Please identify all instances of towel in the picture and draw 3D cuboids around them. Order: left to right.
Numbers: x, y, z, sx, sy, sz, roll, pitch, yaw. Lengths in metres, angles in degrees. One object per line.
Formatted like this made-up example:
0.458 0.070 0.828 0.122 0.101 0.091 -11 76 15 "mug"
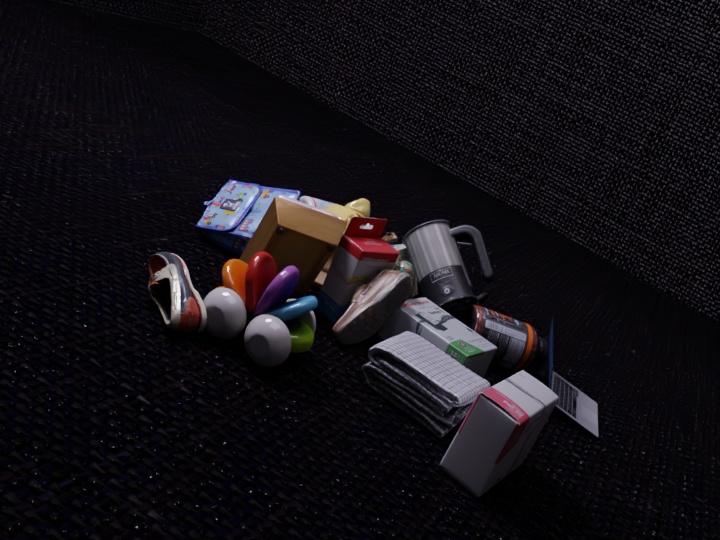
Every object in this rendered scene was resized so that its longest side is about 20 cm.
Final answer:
0.115 0.197 1.435 0.198 0.087 0.165 32 18 22 "towel"

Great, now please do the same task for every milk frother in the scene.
0.199 0.010 1.836 0.176 0.201 0.192 -13 69 -11 "milk frother"

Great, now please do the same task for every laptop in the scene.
0.452 0.219 1.721 0.198 0.117 0.187 36 20 6 "laptop"

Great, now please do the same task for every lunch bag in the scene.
-0.240 -0.110 1.717 0.195 0.095 0.152 17 53 13 "lunch bag"

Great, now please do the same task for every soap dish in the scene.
-0.135 -0.039 1.579 0.154 0.201 0.083 18 42 -22 "soap dish"

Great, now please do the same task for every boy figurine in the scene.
-0.055 -0.101 1.757 0.123 0.066 0.199 23 39 33 "boy figurine"

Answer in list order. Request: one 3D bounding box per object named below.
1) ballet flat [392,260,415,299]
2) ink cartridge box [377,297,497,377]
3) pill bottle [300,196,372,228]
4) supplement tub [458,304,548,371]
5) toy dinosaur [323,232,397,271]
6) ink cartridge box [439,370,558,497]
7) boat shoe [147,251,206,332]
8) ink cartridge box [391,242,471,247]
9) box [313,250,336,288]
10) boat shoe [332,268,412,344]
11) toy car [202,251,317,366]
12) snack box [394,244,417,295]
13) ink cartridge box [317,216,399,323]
0.079 0.061 1.705 0.067 0.202 0.076 28 61 20 "ballet flat"
0.153 0.142 1.624 0.198 0.085 0.145 34 20 28 "ink cartridge box"
-0.067 -0.105 1.963 0.196 0.111 0.109 14 21 -33 "pill bottle"
0.310 0.153 1.767 0.196 0.109 0.107 20 19 -17 "supplement tub"
-0.002 -0.012 1.720 0.108 0.196 0.060 66 7 11 "toy dinosaur"
0.228 0.257 1.311 0.082 0.149 0.198 34 20 25 "ink cartridge box"
-0.315 0.032 1.337 0.061 0.072 0.201 6 31 -38 "boat shoe"
0.163 -0.029 1.977 0.197 0.069 0.114 -4 -6 44 "ink cartridge box"
-0.066 -0.029 1.763 0.196 0.021 0.166 25 54 -4 "box"
0.016 0.067 1.566 0.071 0.077 0.199 29 53 37 "boat shoe"
-0.155 0.052 1.355 0.197 0.153 0.175 29 18 13 "toy car"
0.078 0.009 1.830 0.036 0.120 0.199 1 7 25 "snack box"
0.000 0.000 1.614 0.115 0.204 0.067 0 29 -48 "ink cartridge box"
